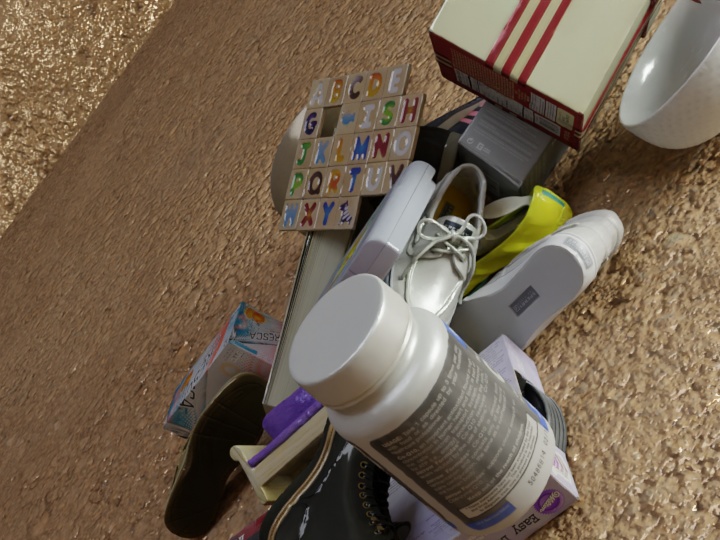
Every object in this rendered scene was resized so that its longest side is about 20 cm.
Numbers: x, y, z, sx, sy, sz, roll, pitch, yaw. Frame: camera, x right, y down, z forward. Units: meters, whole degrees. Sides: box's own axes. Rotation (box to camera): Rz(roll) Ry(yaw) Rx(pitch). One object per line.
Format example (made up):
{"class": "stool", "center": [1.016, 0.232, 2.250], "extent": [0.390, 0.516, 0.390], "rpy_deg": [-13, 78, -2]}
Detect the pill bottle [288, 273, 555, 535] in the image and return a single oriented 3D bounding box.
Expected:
{"class": "pill bottle", "center": [0.046, 0.100, 0.935], "extent": [0.113, 0.200, 0.115], "rpy_deg": [-34, 31, 24]}

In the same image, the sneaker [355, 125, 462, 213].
{"class": "sneaker", "center": [0.035, -0.056, 1.304], "extent": [0.075, 0.105, 0.203], "rpy_deg": [-26, -49, -74]}

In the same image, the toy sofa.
{"class": "toy sofa", "center": [-0.029, 0.122, 1.160], "extent": [0.200, 0.082, 0.098], "rpy_deg": [-43, 65, 21]}

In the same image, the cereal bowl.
{"class": "cereal bowl", "center": [0.317, -0.188, 1.102], "extent": [0.201, 0.083, 0.200], "rpy_deg": [-56, 8, 12]}

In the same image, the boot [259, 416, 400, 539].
{"class": "boot", "center": [0.015, 0.173, 1.004], "extent": [0.202, 0.077, 0.138], "rpy_deg": [-59, 29, -5]}

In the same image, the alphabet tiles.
{"class": "alphabet tiles", "center": [-0.009, -0.122, 1.267], "extent": [0.199, 0.007, 0.170], "rpy_deg": [1, 75, 53]}

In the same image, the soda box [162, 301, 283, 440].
{"class": "soda box", "center": [-0.154, 0.123, 1.431], "extent": [0.200, 0.068, 0.064], "rpy_deg": [-50, 18, 43]}

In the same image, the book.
{"class": "book", "center": [-0.057, 0.064, 1.333], "extent": [0.134, 0.047, 0.203], "rpy_deg": [97, -172, -72]}

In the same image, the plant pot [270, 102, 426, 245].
{"class": "plant pot", "center": [0.017, -0.095, 1.404], "extent": [0.201, 0.200, 0.134], "rpy_deg": [-49, 54, 2]}

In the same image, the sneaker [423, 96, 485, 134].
{"class": "sneaker", "center": [0.135, -0.147, 1.379], "extent": [0.199, 0.083, 0.070], "rpy_deg": [-31, 6, -35]}

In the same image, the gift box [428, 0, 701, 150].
{"class": "gift box", "center": [0.190, -0.233, 1.145], "extent": [0.188, 0.198, 0.185], "rpy_deg": [-61, -5, -1]}

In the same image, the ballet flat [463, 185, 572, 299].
{"class": "ballet flat", "center": [0.120, -0.025, 1.247], "extent": [0.199, 0.067, 0.067], "rpy_deg": [-32, 29, 34]}

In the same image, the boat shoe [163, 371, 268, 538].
{"class": "boat shoe", "center": [-0.161, 0.192, 1.375], "extent": [0.202, 0.073, 0.066], "rpy_deg": [-60, 17, 10]}

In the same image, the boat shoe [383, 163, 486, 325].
{"class": "boat shoe", "center": [0.079, -0.023, 1.138], "extent": [0.086, 0.074, 0.203], "rpy_deg": [-53, 9, 48]}

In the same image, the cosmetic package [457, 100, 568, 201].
{"class": "cosmetic package", "center": [0.185, -0.169, 1.271], "extent": [0.201, 0.090, 0.107], "rpy_deg": [-52, -16, -6]}

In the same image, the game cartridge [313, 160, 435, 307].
{"class": "game cartridge", "center": [0.000, 0.000, 1.168], "extent": [0.200, 0.040, 0.134], "rpy_deg": [-55, 8, 48]}

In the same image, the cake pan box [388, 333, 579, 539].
{"class": "cake pan box", "center": [0.083, 0.171, 1.064], "extent": [0.200, 0.052, 0.185], "rpy_deg": [-42, 29, 17]}

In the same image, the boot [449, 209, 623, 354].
{"class": "boot", "center": [0.161, 0.018, 1.142], "extent": [0.095, 0.074, 0.200], "rpy_deg": [-33, -5, -43]}

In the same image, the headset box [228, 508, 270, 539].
{"class": "headset box", "center": [-0.062, 0.289, 1.107], "extent": [0.148, 0.077, 0.201], "rpy_deg": [-38, 27, 21]}
